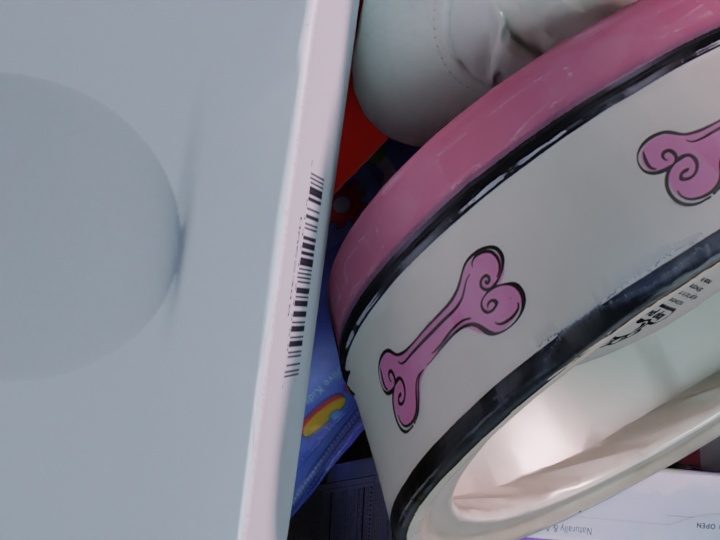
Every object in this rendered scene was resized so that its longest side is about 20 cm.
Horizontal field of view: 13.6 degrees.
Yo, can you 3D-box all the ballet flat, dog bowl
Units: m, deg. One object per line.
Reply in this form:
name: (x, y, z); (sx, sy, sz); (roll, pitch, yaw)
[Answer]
ballet flat: (0.065, -0.102, 0.765); (0.069, 0.070, 0.200); (24, 114, -30)
dog bowl: (0.078, -0.007, 0.803); (0.199, 0.074, 0.200); (-29, 164, -9)

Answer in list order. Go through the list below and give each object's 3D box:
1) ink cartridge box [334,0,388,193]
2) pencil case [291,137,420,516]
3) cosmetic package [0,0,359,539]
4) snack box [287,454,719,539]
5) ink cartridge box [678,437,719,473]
ink cartridge box: (-0.081, -0.079, 0.856); (0.162, 0.050, 0.200); (-45, 102, -1)
pencil case: (0.000, 0.000, 0.934); (0.200, 0.087, 0.078); (-45, 146, 0)
cosmetic package: (-0.110, -0.014, 0.745); (0.199, 0.123, 0.201); (8, 90, 3)
snack box: (0.089, 0.092, 0.958); (0.199, 0.142, 0.053); (6, 83, -17)
ink cartridge box: (0.133, -0.037, 0.989); (0.116, 0.067, 0.201); (16, 103, -29)
